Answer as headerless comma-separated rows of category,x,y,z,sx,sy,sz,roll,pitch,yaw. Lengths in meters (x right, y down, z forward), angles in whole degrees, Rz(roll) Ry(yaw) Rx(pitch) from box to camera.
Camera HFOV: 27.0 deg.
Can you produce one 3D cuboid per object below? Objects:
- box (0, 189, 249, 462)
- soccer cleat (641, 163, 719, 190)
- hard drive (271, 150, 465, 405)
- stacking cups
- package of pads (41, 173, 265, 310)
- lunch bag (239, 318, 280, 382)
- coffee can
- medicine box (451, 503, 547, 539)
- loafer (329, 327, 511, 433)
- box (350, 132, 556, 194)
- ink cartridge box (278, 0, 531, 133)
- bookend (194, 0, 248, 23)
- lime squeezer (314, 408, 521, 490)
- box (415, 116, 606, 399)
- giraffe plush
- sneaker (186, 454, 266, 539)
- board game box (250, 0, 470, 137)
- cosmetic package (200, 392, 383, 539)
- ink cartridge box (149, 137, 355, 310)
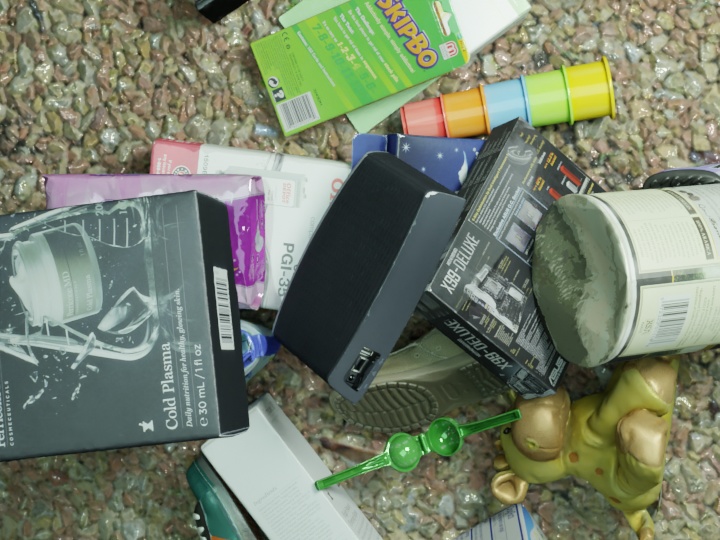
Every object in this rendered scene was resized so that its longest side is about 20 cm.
box,-0.206,0.047,1.243,0.195,0.124,0.202,-7,86,7
soccer cleat,0.365,-0.077,1.402,0.198,0.073,0.069,0,123,20
hard drive,0.000,0.000,1.308,0.042,0.135,0.201,22,99,-41
stacking cups,0.137,-0.157,1.413,0.198,0.061,0.061,-9,92,7
package of pads,-0.186,-0.026,1.345,0.198,0.076,0.122,1,94,5
lunch bag,-0.178,0.088,1.383,0.198,0.170,0.129,-14,89,4
coffee can,0.269,0.000,1.292,0.198,0.146,0.148,-5,92,-25
medicine box,0.092,0.319,1.368,0.199,0.182,0.103,-31,91,5
loafer,0.066,0.096,1.420,0.199,0.069,0.076,-16,129,18
box,0.086,-0.062,1.390,0.198,0.032,0.122,2,93,-21
ink cartridge box,0.040,-0.245,1.419,0.199,0.048,0.146,-36,90,2
bookend,-0.114,-0.374,1.400,0.198,0.092,0.201,-32,89,5
lime squeezer,0.056,0.166,1.382,0.199,0.071,0.038,-20,103,6
box,0.146,-0.011,1.347,0.157,0.050,0.201,37,65,-19
giraffe plush,0.204,0.148,1.388,0.161,0.173,0.201,8,127,13
sneaker,-0.127,0.278,1.437,0.079,0.071,0.201,-28,92,0
board game box,0.001,-0.204,1.403,0.199,0.030,0.096,-19,95,24
cosmetic package,-0.058,0.218,1.416,0.074,0.102,0.201,-36,91,4
ink cartridge box,-0.100,-0.040,1.417,0.198,0.083,0.148,7,92,4
